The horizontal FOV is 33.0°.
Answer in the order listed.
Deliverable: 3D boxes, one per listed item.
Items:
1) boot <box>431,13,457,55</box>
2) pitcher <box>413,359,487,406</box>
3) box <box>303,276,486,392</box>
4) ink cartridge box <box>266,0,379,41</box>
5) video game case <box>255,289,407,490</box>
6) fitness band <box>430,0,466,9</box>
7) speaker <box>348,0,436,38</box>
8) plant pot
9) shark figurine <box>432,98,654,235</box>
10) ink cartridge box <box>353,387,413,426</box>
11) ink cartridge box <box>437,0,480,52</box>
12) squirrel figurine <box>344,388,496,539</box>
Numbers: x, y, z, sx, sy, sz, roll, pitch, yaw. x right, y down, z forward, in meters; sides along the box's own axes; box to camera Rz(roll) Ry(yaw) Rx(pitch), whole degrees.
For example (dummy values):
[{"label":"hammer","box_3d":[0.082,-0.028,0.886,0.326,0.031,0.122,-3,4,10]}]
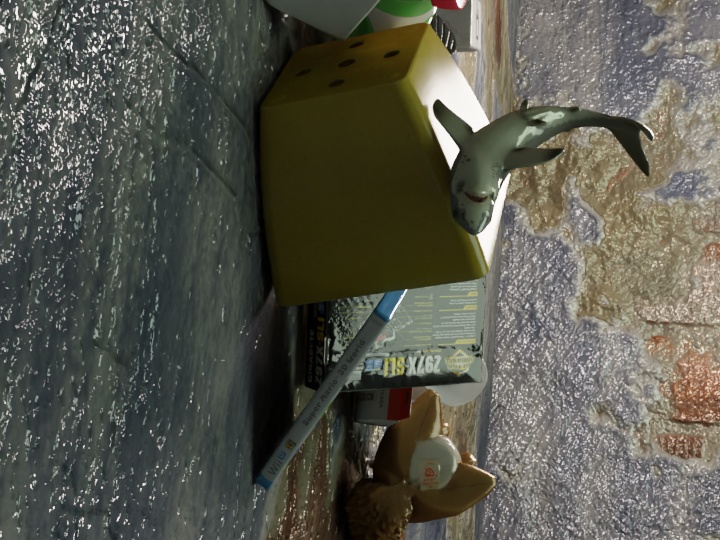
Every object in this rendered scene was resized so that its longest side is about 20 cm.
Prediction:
[{"label":"boot","box_3d":[0.038,-0.215,1.370,0.068,0.130,0.201,40,33,-21]},{"label":"pitcher","box_3d":[0.083,0.090,1.592,0.173,0.120,0.200,64,-8,-2]},{"label":"box","box_3d":[0.039,0.039,1.261,0.049,0.198,0.162,14,-77,59]},{"label":"ink cartridge box","box_3d":[-0.001,-0.324,1.048,0.144,0.083,0.202,-38,-146,52]},{"label":"video game case","box_3d":[-0.020,0.095,1.113,0.201,0.018,0.143,-56,179,20]},{"label":"fitness band","box_3d":[0.086,-0.329,1.056,0.144,0.037,0.203,2,95,-86]},{"label":"speaker","box_3d":[0.018,-0.218,1.194,0.201,0.087,0.089,110,-7,-55]},{"label":"plant pot","box_3d":[0.012,-0.107,1.097,0.201,0.197,0.178,-68,145,-56]},{"label":"shark figurine","box_3d":[0.139,-0.095,1.030,0.128,0.212,0.090,51,-29,31]},{"label":"ink cartridge box","box_3d":[0.030,0.093,1.410,0.200,0.056,0.165,105,-9,-80]},{"label":"ink cartridge box","box_3d":[0.096,-0.319,1.581,0.200,0.114,0.068,-42,132,-77]},{"label":"squirrel figurine","box_3d":[0.047,0.268,1.511,0.200,0.142,0.187,-42,180,-19]}]
